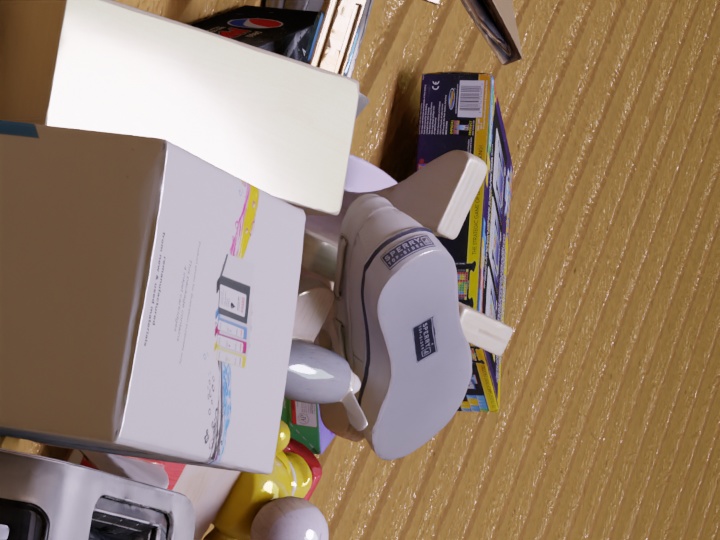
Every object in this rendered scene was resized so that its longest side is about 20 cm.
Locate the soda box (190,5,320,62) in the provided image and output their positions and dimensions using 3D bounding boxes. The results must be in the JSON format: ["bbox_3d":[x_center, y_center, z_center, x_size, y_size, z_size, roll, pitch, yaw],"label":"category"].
[{"bbox_3d":[-0.076,-0.108,1.608,0.200,0.070,0.064,-33,128,-65],"label":"soda box"}]

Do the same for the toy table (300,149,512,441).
[{"bbox_3d":[0.000,0.000,1.685,0.199,0.117,0.185,8,104,-43],"label":"toy table"}]

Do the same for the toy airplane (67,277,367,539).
[{"bbox_3d":[-0.081,0.121,1.560,0.199,0.141,0.201,-42,155,-32],"label":"toy airplane"}]

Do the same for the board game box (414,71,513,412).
[{"bbox_3d":[0.073,-0.019,2.013,0.165,0.056,0.201,73,19,-65],"label":"board game box"}]

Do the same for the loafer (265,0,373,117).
[{"bbox_3d":[-0.031,-0.106,1.737,0.070,0.069,0.201,20,78,-70],"label":"loafer"}]

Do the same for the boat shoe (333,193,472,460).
[{"bbox_3d":[0.016,0.033,1.585,0.072,0.066,0.200,-30,148,-13],"label":"boat shoe"}]

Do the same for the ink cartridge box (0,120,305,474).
[{"bbox_3d":[-0.133,0.015,1.374,0.200,0.146,0.146,26,72,-70],"label":"ink cartridge box"}]

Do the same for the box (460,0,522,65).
[{"bbox_3d":[0.056,-0.255,1.817,0.164,0.021,0.201,54,20,-44],"label":"box"}]

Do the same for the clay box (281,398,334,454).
[{"bbox_3d":[-0.013,0.024,1.863,0.200,0.047,0.115,-51,143,-55],"label":"clay box"}]

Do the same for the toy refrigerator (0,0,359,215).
[{"bbox_3d":[-0.099,-0.085,1.441,0.199,0.070,0.076,14,82,-41],"label":"toy refrigerator"}]

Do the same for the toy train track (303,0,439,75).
[{"bbox_3d":[-0.018,-0.141,1.585,0.114,0.032,0.201,19,86,-29],"label":"toy train track"}]

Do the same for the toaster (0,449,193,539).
[{"bbox_3d":[-0.173,0.182,1.340,0.200,0.118,0.182,31,68,-69],"label":"toaster"}]
